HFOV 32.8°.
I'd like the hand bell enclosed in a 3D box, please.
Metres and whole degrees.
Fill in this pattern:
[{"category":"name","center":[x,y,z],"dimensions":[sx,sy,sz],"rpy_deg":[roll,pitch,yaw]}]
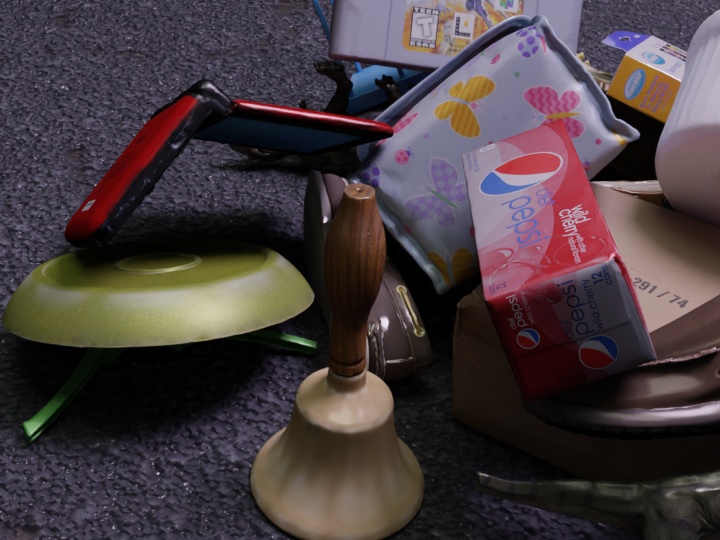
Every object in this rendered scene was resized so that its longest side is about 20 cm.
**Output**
[{"category":"hand bell","center":[-0.005,0.043,0.670],"dimensions":[0.104,0.200,0.104],"rpy_deg":[4,34,-3]}]

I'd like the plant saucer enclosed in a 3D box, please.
[{"category":"plant saucer","center":[-0.130,0.008,0.789],"dimensions":[0.199,0.031,0.200],"rpy_deg":[-2,14,1]}]

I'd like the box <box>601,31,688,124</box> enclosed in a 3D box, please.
[{"category":"box","center":[0.279,-0.129,0.962],"dimensions":[0.200,0.042,0.119],"rpy_deg":[28,25,14]}]

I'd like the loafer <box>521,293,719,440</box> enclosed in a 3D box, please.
[{"category":"loafer","center":[0.182,0.048,0.631],"dimensions":[0.199,0.073,0.071],"rpy_deg":[-4,79,7]}]

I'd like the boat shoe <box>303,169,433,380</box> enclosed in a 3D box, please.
[{"category":"boat shoe","center":[0.000,0.000,0.847],"dimensions":[0.059,0.072,0.200],"rpy_deg":[-3,40,-12]}]

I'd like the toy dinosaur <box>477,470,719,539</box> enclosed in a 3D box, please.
[{"category":"toy dinosaur","center":[0.160,0.138,0.627],"dimensions":[0.199,0.088,0.047],"rpy_deg":[-1,20,4]}]

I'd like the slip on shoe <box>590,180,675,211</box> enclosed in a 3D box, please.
[{"category":"slip on shoe","center":[0.217,-0.035,0.928],"dimensions":[0.199,0.076,0.061],"rpy_deg":[-11,-9,7]}]

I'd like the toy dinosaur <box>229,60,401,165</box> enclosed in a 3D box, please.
[{"category":"toy dinosaur","center":[-0.004,-0.118,0.995],"dimensions":[0.199,0.088,0.047],"rpy_deg":[10,24,9]}]

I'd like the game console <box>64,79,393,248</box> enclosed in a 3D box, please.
[{"category":"game console","center":[-0.097,-0.056,0.818],"dimensions":[0.119,0.173,0.200],"rpy_deg":[39,-10,-14]}]

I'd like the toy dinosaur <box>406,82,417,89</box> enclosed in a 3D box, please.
[{"category":"toy dinosaur","center":[0.133,-0.100,1.010],"dimensions":[0.200,0.048,0.088],"rpy_deg":[39,13,18]}]

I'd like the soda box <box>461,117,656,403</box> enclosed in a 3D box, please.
[{"category":"soda box","center":[0.100,-0.014,0.664],"dimensions":[0.070,0.064,0.200],"rpy_deg":[-19,23,10]}]

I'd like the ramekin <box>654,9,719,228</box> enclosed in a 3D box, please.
[{"category":"ramekin","center":[0.287,-0.074,0.779],"dimensions":[0.200,0.201,0.098],"rpy_deg":[22,71,23]}]

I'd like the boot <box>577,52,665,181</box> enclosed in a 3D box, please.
[{"category":"boot","center":[0.207,-0.147,1.082],"dimensions":[0.200,0.072,0.155],"rpy_deg":[22,18,-7]}]

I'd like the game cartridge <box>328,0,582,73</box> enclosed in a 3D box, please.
[{"category":"game cartridge","center":[0.079,-0.219,0.957],"dimensions":[0.199,0.134,0.042],"rpy_deg":[5,8,-12]}]

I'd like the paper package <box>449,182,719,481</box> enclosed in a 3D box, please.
[{"category":"paper package","center":[0.188,0.048,0.775],"dimensions":[0.200,0.104,0.191],"rpy_deg":[23,38,25]}]

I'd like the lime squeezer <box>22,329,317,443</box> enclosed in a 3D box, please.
[{"category":"lime squeezer","center":[-0.128,0.049,0.789],"dimensions":[0.200,0.038,0.071],"rpy_deg":[-15,39,-28]}]

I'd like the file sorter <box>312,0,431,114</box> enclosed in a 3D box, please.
[{"category":"file sorter","center":[0.065,-0.238,1.066],"dimensions":[0.199,0.123,0.139],"rpy_deg":[-19,17,9]}]

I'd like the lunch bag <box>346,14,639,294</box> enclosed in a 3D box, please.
[{"category":"lunch bag","center":[0.086,-0.088,0.861],"dimensions":[0.127,0.169,0.200],"rpy_deg":[51,11,-2]}]
